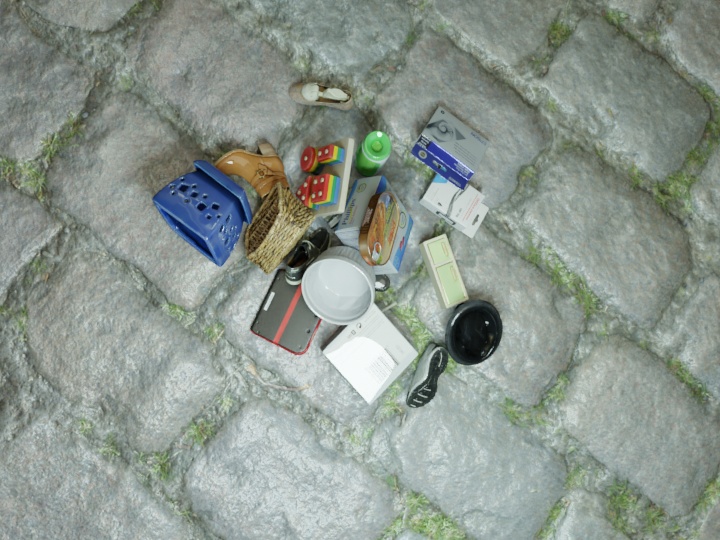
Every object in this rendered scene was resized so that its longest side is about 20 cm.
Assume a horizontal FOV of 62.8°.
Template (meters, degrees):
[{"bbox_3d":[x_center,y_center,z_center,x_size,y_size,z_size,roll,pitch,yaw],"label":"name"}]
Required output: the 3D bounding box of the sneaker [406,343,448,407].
[{"bbox_3d":[0.188,0.304,1.701,0.073,0.079,0.203,22,98,-23],"label":"sneaker"}]

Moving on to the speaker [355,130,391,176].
[{"bbox_3d":[0.034,-0.326,1.661,0.086,0.200,0.091,1,85,-7],"label":"speaker"}]

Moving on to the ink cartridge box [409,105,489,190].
[{"bbox_3d":[0.267,-0.363,1.736,0.197,0.041,0.202,34,58,-4],"label":"ink cartridge box"}]

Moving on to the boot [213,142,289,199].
[{"bbox_3d":[-0.306,-0.265,1.662,0.196,0.074,0.157,-23,75,-12],"label":"boot"}]

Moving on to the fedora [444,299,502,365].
[{"bbox_3d":[0.312,0.167,1.698,0.196,0.092,0.206,-5,110,-15],"label":"fedora"}]

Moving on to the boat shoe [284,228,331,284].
[{"bbox_3d":[-0.144,-0.051,1.651,0.071,0.069,0.201,17,52,25],"label":"boat shoe"}]

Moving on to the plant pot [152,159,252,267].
[{"bbox_3d":[-0.407,-0.161,1.584,0.198,0.201,0.181,35,74,11],"label":"plant pot"}]

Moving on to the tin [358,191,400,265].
[{"bbox_3d":[0.049,-0.106,1.507,0.112,0.041,0.204,43,54,-40],"label":"tin"}]

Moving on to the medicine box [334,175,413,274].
[{"bbox_3d":[0.043,-0.121,1.618,0.201,0.101,0.185,50,49,-41],"label":"medicine box"}]

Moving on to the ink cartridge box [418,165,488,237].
[{"bbox_3d":[0.287,-0.201,1.750,0.198,0.068,0.117,33,82,-4],"label":"ink cartridge box"}]

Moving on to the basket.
[{"bbox_3d":[-0.243,-0.110,1.600,0.149,0.143,0.200,42,121,-2],"label":"basket"}]

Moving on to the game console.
[{"bbox_3d":[-0.197,0.121,1.685,0.174,0.031,0.203,25,82,1],"label":"game console"}]

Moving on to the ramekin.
[{"bbox_3d":[-0.050,0.032,1.572,0.195,0.106,0.204,7,121,12],"label":"ramekin"}]

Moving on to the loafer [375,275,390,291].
[{"bbox_3d":[0.000,0.000,1.695,0.197,0.072,0.074,28,82,-5],"label":"loafer"}]

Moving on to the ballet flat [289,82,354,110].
[{"bbox_3d":[-0.111,-0.518,1.725,0.195,0.067,0.070,6,84,-6],"label":"ballet flat"}]

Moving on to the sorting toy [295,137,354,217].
[{"bbox_3d":[-0.111,-0.258,1.633,0.068,0.197,0.205,12,83,-34],"label":"sorting toy"}]

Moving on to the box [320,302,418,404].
[{"bbox_3d":[0.022,0.226,1.649,0.199,0.131,0.200,-44,91,-8],"label":"box"}]

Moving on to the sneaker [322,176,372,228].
[{"bbox_3d":[-0.046,-0.228,1.706,0.200,0.076,0.116,-42,93,-6],"label":"sneaker"}]

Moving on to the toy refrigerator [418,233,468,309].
[{"bbox_3d":[0.244,0.004,1.727,0.074,0.070,0.204,-19,87,-8],"label":"toy refrigerator"}]
